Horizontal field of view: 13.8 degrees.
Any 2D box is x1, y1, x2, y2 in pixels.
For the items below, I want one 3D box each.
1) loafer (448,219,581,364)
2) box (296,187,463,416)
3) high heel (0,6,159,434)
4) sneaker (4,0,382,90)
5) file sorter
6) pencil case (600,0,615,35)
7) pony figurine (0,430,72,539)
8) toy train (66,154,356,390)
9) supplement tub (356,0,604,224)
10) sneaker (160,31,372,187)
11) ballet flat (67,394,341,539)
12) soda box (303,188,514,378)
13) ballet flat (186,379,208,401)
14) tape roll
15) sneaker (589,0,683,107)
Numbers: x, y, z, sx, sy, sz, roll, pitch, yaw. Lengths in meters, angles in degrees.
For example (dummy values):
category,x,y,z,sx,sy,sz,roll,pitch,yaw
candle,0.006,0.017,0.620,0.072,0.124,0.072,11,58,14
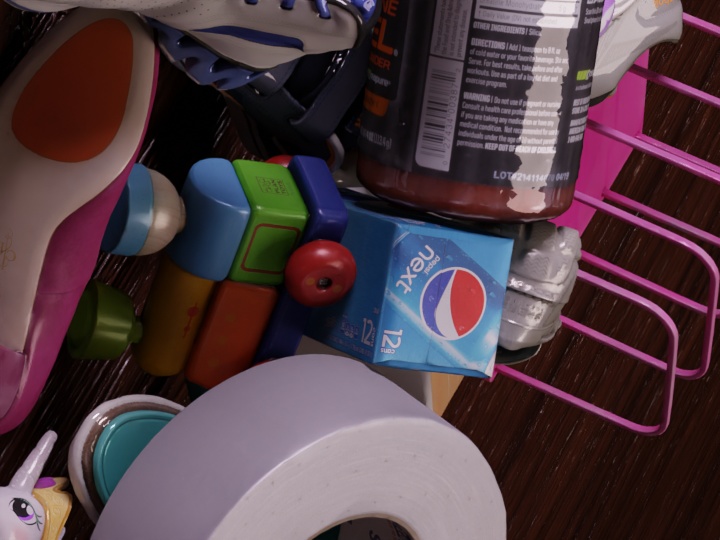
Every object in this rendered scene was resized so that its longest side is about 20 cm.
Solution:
category,x,y,z,sx,sy,sz,roll,pitch,yaw
loafer,0.067,0.011,1.480,0.200,0.070,0.070,111,-3,-87
box,0.040,-0.043,1.675,0.200,0.106,0.153,-58,161,-26
high heel,-0.135,-0.024,1.268,0.201,0.067,0.096,-62,173,1
sneaker,-0.054,-0.132,1.174,0.199,0.115,0.081,21,68,-52
file sorter,0.161,-0.029,1.662,0.200,0.125,0.139,-57,161,-29
pencil case,0.055,-0.192,1.457,0.086,0.084,0.201,-94,160,-59
pony figurine,-0.182,0.160,1.223,0.200,0.166,0.194,11,88,-66
toy train,-0.088,0.034,1.406,0.085,0.115,0.201,-113,-142,-49
supplement tub,0.060,-0.129,1.372,0.107,0.106,0.201,-20,120,-67
sneaker,-0.032,-0.102,1.405,0.079,0.079,0.200,-62,154,-11
ballet flat,-0.082,0.098,1.371,0.200,0.069,0.070,25,88,-51
soda box,0.000,0.000,1.439,0.200,0.064,0.068,-160,-101,-65
ballet flat,-0.032,0.112,1.509,0.065,0.201,0.071,-13,146,-15
tape roll,-0.029,0.141,1.340,0.200,0.066,0.201,-21,126,-31
sneaker,0.091,-0.106,1.579,0.200,0.074,0.080,-33,118,-11
